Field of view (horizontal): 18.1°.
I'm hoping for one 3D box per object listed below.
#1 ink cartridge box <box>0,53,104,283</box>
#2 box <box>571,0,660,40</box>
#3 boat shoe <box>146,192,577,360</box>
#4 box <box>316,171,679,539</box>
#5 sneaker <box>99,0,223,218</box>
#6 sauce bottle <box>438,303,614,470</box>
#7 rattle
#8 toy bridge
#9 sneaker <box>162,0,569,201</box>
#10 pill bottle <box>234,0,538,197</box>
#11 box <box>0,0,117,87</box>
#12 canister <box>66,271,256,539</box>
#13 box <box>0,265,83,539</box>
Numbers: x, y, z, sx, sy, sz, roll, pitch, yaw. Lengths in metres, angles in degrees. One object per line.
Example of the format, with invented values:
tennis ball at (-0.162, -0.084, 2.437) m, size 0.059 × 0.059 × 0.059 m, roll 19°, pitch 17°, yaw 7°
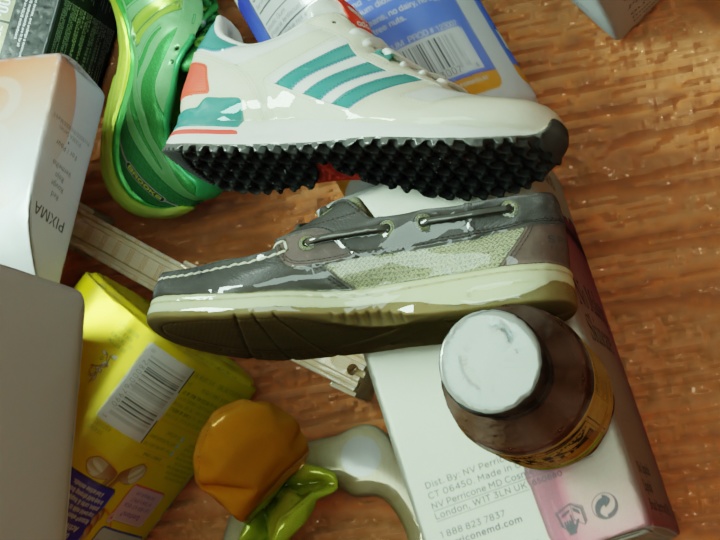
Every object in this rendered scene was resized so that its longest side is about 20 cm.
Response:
ink cartridge box at (-0.224, -0.008, 1.131) m, size 0.162 × 0.050 × 0.201 m, roll -3°, pitch 61°, yaw 28°
box at (0.121, -0.265, 1.125) m, size 0.200 × 0.171 × 0.199 m, roll -45°, pitch 74°, yaw 5°
boat shoe at (0.000, 0.000, 1.041) m, size 0.200 × 0.072 × 0.066 m, roll -4°, pitch 70°, yaw 14°
box at (0.071, 0.052, 1.114) m, size 0.109 × 0.128 × 0.201 m, roll -20°, pitch 78°, yaw 11°
sneaker at (-0.092, -0.128, 1.201) m, size 0.083 × 0.074 × 0.201 m, roll 1°, pitch 93°, yaw 41°
sauce bottle at (0.067, 0.048, 0.945) m, size 0.064 × 0.200 × 0.065 m, roll -2°, pitch 82°, yaw 13°
rattle at (-0.001, 0.168, 1.113) m, size 0.130 × 0.143 × 0.201 m, roll -13°, pitch 69°, yaw -11°
toy bridge at (-0.083, 0.012, 1.191) m, size 0.199 × 0.067 × 0.027 m, roll 27°, pitch 89°, yaw 16°
sneaker at (0.003, -0.088, 1.061) m, size 0.199 × 0.070 × 0.094 m, roll 1°, pitch 71°, yaw 25°
pill bottle at (-0.001, -0.137, 1.169) m, size 0.112 × 0.112 × 0.200 m, roll -32°, pitch 75°, yaw 8°
box at (-0.206, -0.206, 1.246) m, size 0.163 × 0.086 × 0.201 m, roll 14°, pitch 86°, yaw 17°
canister at (-0.153, 0.109, 1.154) m, size 0.086 × 0.149 × 0.200 m, roll 37°, pitch 90°, yaw 22°
box at (-0.255, 0.091, 1.006) m, size 0.198 × 0.171 × 0.201 m, roll -3°, pitch 78°, yaw 28°
